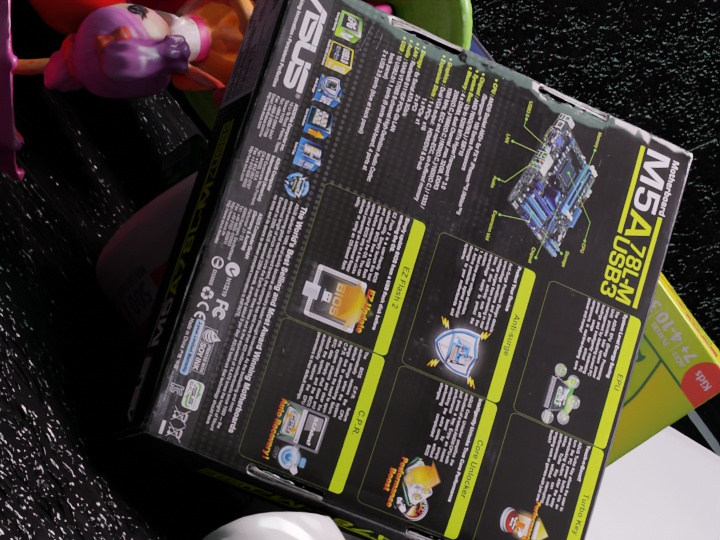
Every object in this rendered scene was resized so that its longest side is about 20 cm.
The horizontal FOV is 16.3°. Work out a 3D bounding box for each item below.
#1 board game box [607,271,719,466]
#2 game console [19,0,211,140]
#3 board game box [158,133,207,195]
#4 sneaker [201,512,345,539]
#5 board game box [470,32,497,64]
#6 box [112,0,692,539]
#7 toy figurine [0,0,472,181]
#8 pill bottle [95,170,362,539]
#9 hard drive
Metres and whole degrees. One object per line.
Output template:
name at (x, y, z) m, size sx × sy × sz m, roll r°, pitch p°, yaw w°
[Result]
board game box at (0.061, 0.063, 1.175) m, size 0.102 × 0.200 × 0.048 m, roll 53°, pitch 9°, yaw -15°
game console at (-0.143, -0.137, 1.306) m, size 0.200 × 0.119 × 0.173 m, roll 51°, pitch -23°, yaw 32°
board game box at (-0.054, 0.017, 1.288) m, size 0.135 × 0.029 × 0.200 m, roll 53°, pitch 9°, yaw -18°
sneaker at (0.007, 0.154, 0.976) m, size 0.200 × 0.074 × 0.116 m, roll 40°, pitch 21°, yaw -54°
board game box at (-0.016, -0.113, 1.302) m, size 0.200 × 0.062 × 0.200 m, roll 53°, pitch -18°, yaw 16°
box at (0.021, 0.008, 1.009) m, size 0.193 × 0.200 × 0.047 m, roll 23°, pitch -17°, yaw -21°
toy figurine at (-0.084, -0.094, 1.074) m, size 0.184 × 0.200 × 0.151 m, roll -20°, pitch 110°, yaw -43°
pill bottle at (-0.019, 0.052, 1.080) m, size 0.200 × 0.112 × 0.112 m, roll 57°, pitch 9°, yaw 10°
hard drive at (0.161, 0.137, 1.271) m, size 0.200 × 0.027 × 0.132 m, roll 31°, pitch 38°, yaw -13°
